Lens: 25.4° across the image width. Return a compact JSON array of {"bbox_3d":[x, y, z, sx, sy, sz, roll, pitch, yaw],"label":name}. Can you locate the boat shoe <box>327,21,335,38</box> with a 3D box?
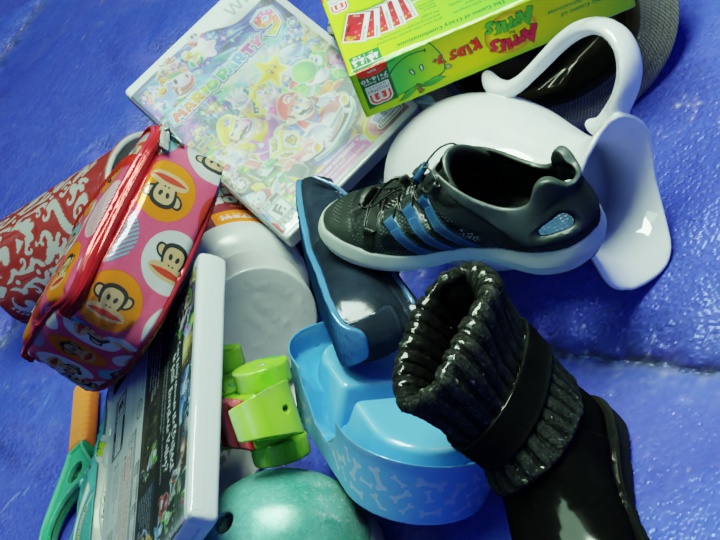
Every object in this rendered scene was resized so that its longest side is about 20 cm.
[{"bbox_3d":[0.025,-0.200,1.247,0.200,0.074,0.063,-38,-30,-71],"label":"boat shoe"}]

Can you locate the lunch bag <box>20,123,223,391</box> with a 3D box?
[{"bbox_3d":[-0.164,-0.015,1.137,0.200,0.081,0.177,-36,28,62],"label":"lunch bag"}]

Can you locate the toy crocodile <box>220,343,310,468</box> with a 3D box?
[{"bbox_3d":[-0.086,0.092,1.066,0.061,0.068,0.200,-17,9,-24],"label":"toy crocodile"}]

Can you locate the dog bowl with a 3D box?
[{"bbox_3d":[0.021,0.095,1.025,0.200,0.110,0.050,-132,43,-58],"label":"dog bowl"}]

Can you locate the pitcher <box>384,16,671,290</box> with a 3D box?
[{"bbox_3d":[0.110,-0.082,1.074,0.199,0.120,0.173,10,101,49],"label":"pitcher"}]

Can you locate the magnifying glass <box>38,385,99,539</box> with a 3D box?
[{"bbox_3d":[-0.227,0.160,1.295,0.080,0.022,0.201,-43,27,22],"label":"magnifying glass"}]

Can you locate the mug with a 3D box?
[{"bbox_3d":[-0.222,-0.026,1.443,0.199,0.177,0.135,-22,75,38],"label":"mug"}]

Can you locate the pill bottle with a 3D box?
[{"bbox_3d":[-0.101,0.002,1.242,0.109,0.110,0.200,-43,27,2],"label":"pill bottle"}]

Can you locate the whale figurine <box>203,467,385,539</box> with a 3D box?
[{"bbox_3d":[-0.054,0.209,0.976,0.158,0.104,0.201,-26,38,26],"label":"whale figurine"}]

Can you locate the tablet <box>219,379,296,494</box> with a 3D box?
[{"bbox_3d":[-0.114,0.136,1.210,0.201,0.014,0.130,-53,34,-12],"label":"tablet"}]

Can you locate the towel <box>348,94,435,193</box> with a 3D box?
[{"bbox_3d":[-0.030,-0.104,1.253,0.198,0.049,0.113,20,82,20],"label":"towel"}]

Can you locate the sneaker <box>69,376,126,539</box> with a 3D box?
[{"bbox_3d":[-0.181,0.141,1.202,0.079,0.077,0.201,-35,30,36],"label":"sneaker"}]

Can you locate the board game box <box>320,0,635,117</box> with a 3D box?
[{"bbox_3d":[0.077,-0.192,1.103,0.198,0.048,0.102,-22,53,3],"label":"board game box"}]

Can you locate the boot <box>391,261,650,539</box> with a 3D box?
[{"bbox_3d":[0.088,0.110,0.877,0.079,0.158,0.212,-30,35,20],"label":"boot"}]

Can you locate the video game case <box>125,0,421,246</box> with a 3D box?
[{"bbox_3d":[-0.069,-0.128,1.230,0.143,0.018,0.200,-45,63,-8],"label":"video game case"}]

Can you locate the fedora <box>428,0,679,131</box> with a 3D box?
[{"bbox_3d":[0.132,-0.185,1.194,0.199,0.178,0.090,-26,0,3],"label":"fedora"}]

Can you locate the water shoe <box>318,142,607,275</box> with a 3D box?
[{"bbox_3d":[0.056,-0.048,0.991,0.198,0.079,0.072,2,43,31],"label":"water shoe"}]

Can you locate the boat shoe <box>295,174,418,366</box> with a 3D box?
[{"bbox_3d":[0.000,0.000,1.091,0.068,0.085,0.201,-14,40,-5],"label":"boat shoe"}]

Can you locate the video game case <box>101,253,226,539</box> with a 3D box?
[{"bbox_3d":[-0.132,0.120,1.055,0.182,0.023,0.201,126,152,-44],"label":"video game case"}]
